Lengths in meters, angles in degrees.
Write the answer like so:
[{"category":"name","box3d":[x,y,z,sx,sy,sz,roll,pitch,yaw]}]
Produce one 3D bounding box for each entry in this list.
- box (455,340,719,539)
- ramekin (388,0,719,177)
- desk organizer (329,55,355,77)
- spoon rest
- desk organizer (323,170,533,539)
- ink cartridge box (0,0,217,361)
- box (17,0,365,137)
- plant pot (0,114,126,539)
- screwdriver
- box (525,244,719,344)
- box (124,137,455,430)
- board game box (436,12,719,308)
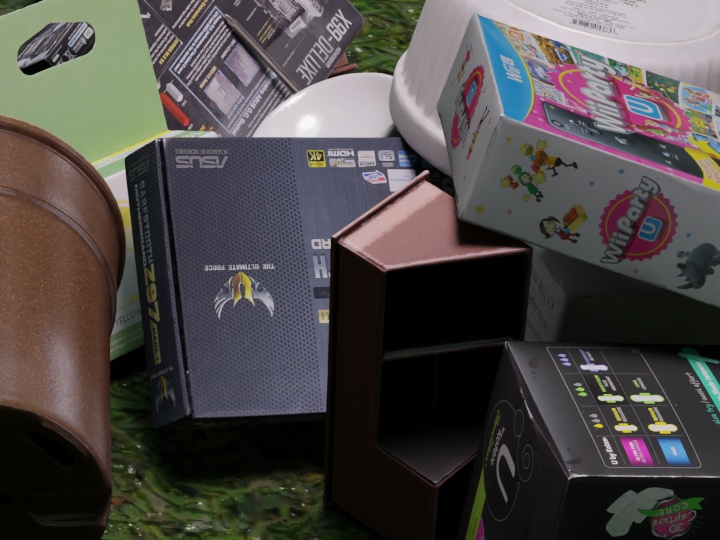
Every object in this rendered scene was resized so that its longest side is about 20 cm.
[{"category":"box","box3d":[0.167,0.129,1.491,0.200,0.149,0.124,1,32,-16]},{"category":"ramekin","box3d":[0.124,-0.121,1.663,0.200,0.105,0.200,11,30,-6]},{"category":"desk organizer","box3d":[-0.107,-0.137,1.875,0.200,0.077,0.072,-20,5,-39]},{"category":"spoon rest","box3d":[-0.036,-0.053,1.706,0.099,0.061,0.200,0,44,31]},{"category":"desk organizer","box3d":[0.034,0.056,1.516,0.077,0.200,0.072,33,51,29]},{"category":"ink cartridge box","box3d":[-0.145,-0.058,1.663,0.048,0.200,0.145,5,23,41]},{"category":"box","box3d":[-0.104,-0.138,1.791,0.050,0.158,0.200,-15,36,51]},{"category":"plant pot","box3d":[-0.211,0.056,1.482,0.200,0.200,0.198,2,40,-13]},{"category":"screwdriver","box3d":[-0.018,-0.085,1.805,0.200,0.029,0.028,43,53,-11]},{"category":"box","box3d":[0.165,0.013,1.697,0.200,0.131,0.199,-2,33,-18]},{"category":"box","box3d":[-0.027,0.006,1.626,0.200,0.158,0.051,-1,-11,-29]},{"category":"board game box","box3d":[0.146,-0.052,1.512,0.200,0.064,0.148,17,24,-12]}]
